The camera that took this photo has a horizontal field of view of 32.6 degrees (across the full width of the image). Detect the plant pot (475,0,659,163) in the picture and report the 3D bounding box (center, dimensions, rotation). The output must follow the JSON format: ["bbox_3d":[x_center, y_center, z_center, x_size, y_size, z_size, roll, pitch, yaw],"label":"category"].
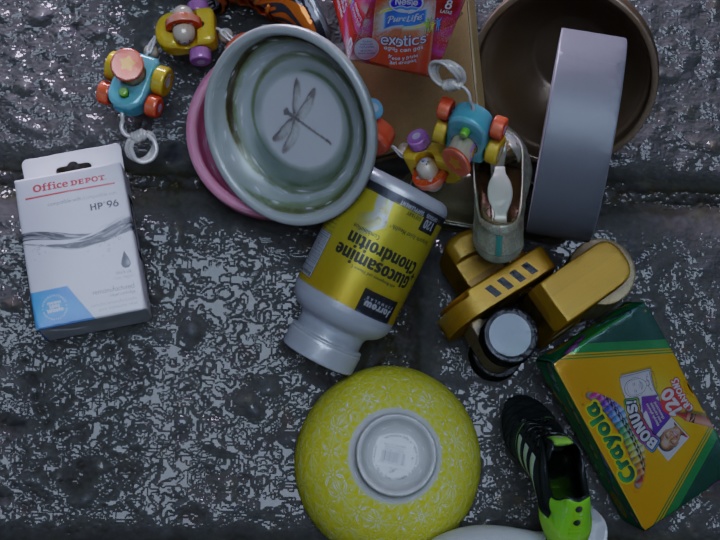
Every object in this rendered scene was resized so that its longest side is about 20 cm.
[{"bbox_3d":[0.224,-0.221,1.329,0.199,0.093,0.203,8,118,15],"label":"plant pot"}]

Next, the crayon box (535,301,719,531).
[{"bbox_3d":[0.282,0.148,1.266,0.118,0.058,0.201,-31,95,-9],"label":"crayon box"}]

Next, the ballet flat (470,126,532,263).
[{"bbox_3d":[0.144,-0.096,1.254,0.067,0.063,0.201,-2,49,3],"label":"ballet flat"}]

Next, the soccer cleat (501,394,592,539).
[{"bbox_3d":[0.190,0.182,1.222,0.067,0.082,0.201,-2,36,-10],"label":"soccer cleat"}]

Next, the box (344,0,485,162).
[{"bbox_3d":[0.054,-0.227,1.331,0.162,0.021,0.202,-12,76,33],"label":"box"}]

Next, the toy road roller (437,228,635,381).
[{"bbox_3d":[0.169,0.011,1.279,0.199,0.123,0.147,-31,79,-9],"label":"toy road roller"}]

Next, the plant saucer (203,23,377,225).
[{"bbox_3d":[-0.063,-0.147,1.234,0.198,0.050,0.202,11,112,27],"label":"plant saucer"}]

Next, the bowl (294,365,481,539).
[{"bbox_3d":[0.031,0.189,1.239,0.198,0.108,0.202,1,77,-3],"label":"bowl"}]

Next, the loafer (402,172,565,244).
[{"bbox_3d":[0.141,-0.078,1.325,0.198,0.067,0.077,7,77,-2],"label":"loafer"}]

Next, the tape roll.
[{"bbox_3d":[0.211,-0.132,1.207,0.065,0.200,0.202,10,77,6],"label":"tape roll"}]

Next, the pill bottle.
[{"bbox_3d":[0.000,0.000,1.265,0.111,0.112,0.201,26,93,3],"label":"pill bottle"}]

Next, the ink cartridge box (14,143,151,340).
[{"bbox_3d":[-0.293,-0.040,1.288,0.115,0.068,0.202,-11,78,-6],"label":"ink cartridge box"}]

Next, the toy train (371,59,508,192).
[{"bbox_3d":[0.052,-0.132,1.221,0.150,0.199,0.056,39,62,-22],"label":"toy train"}]

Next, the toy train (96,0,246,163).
[{"bbox_3d":[-0.181,-0.208,1.285,0.199,0.056,0.151,-32,73,-5],"label":"toy train"}]

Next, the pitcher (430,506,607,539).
[{"bbox_3d":[0.149,0.332,1.218,0.198,0.121,0.174,-10,91,-17],"label":"pitcher"}]

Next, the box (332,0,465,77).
[{"bbox_3d":[0.030,-0.294,1.229,0.095,0.100,0.201,8,40,-19],"label":"box"}]

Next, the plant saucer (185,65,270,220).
[{"bbox_3d":[-0.087,-0.147,1.330,0.198,0.051,0.203,0,75,1],"label":"plant saucer"}]

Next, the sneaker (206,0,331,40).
[{"bbox_3d":[-0.125,-0.300,1.361,0.112,0.078,0.200,-39,72,-7],"label":"sneaker"}]
